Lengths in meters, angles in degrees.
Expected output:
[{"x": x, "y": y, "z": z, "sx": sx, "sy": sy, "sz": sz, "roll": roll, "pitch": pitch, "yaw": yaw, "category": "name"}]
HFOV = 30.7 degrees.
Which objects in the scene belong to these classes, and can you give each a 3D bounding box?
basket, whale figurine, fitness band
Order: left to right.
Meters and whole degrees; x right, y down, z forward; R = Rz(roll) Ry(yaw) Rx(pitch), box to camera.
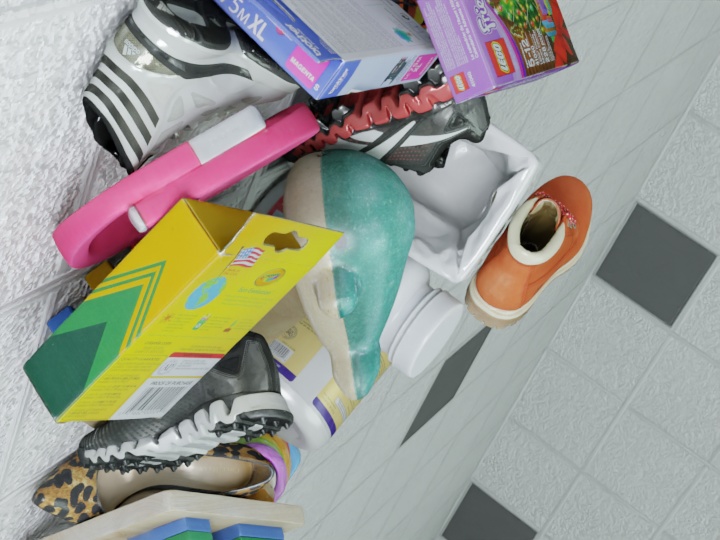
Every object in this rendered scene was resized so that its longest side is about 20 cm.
[{"x": -0.118, "y": -0.060, "z": 0.906, "sx": 0.199, "sy": 0.038, "sz": 0.144, "roll": -31, "pitch": -178, "yaw": -14, "category": "fitness band"}, {"x": 0.000, "y": 0.000, "z": 1.062, "sx": 0.159, "sy": 0.103, "sz": 0.202, "roll": -86, "pitch": 166, "yaw": -73, "category": "whale figurine"}, {"x": 0.055, "y": -0.098, "z": 1.196, "sx": 0.136, "sy": 0.199, "sz": 0.123, "roll": -57, "pitch": 170, "yaw": 10, "category": "basket"}]

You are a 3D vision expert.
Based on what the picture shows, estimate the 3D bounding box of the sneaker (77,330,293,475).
[{"x": -0.137, "y": 0.098, "z": 0.999, "sx": 0.199, "sy": 0.091, "sz": 0.066, "roll": -21, "pitch": 155, "yaw": 30, "category": "sneaker"}]

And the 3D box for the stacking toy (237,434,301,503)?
[{"x": -0.115, "y": 0.209, "z": 1.350, "sx": 0.110, "sy": 0.116, "sz": 0.200, "roll": -51, "pitch": -170, "yaw": -5, "category": "stacking toy"}]

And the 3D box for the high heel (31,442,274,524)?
[{"x": -0.179, "y": 0.186, "z": 1.166, "sx": 0.199, "sy": 0.142, "sz": 0.072, "roll": -2, "pitch": 86, "yaw": -53, "category": "high heel"}]

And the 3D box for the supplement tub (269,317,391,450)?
[{"x": -0.037, "y": 0.068, "z": 1.353, "sx": 0.200, "sy": 0.145, "sz": 0.146, "roll": -48, "pitch": 163, "yaw": -20, "category": "supplement tub"}]

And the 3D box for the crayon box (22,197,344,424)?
[{"x": -0.117, "y": 0.020, "z": 0.885, "sx": 0.200, "sy": 0.051, "sz": 0.127, "roll": -43, "pitch": 159, "yaw": 16, "category": "crayon box"}]

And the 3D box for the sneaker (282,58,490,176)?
[{"x": 0.022, "y": -0.116, "z": 1.092, "sx": 0.199, "sy": 0.098, "sz": 0.071, "roll": -18, "pitch": -146, "yaw": 31, "category": "sneaker"}]

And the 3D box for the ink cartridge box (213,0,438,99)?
[{"x": -0.030, "y": -0.176, "z": 0.914, "sx": 0.042, "sy": 0.119, "sz": 0.200, "roll": -51, "pitch": 168, "yaw": 24, "category": "ink cartridge box"}]

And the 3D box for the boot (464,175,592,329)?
[{"x": 0.174, "y": -0.041, "z": 1.210, "sx": 0.200, "sy": 0.075, "sz": 0.108, "roll": -51, "pitch": 168, "yaw": -41, "category": "boot"}]

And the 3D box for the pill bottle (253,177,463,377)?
[{"x": -0.008, "y": 0.007, "z": 1.207, "sx": 0.109, "sy": 0.199, "sz": 0.109, "roll": -49, "pitch": 164, "yaw": -19, "category": "pill bottle"}]

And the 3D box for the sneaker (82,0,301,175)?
[{"x": -0.122, "y": -0.122, "z": 0.885, "sx": 0.115, "sy": 0.076, "sz": 0.200, "roll": -46, "pitch": 164, "yaw": 16, "category": "sneaker"}]

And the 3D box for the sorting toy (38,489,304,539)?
[{"x": -0.181, "y": 0.272, "z": 1.208, "sx": 0.198, "sy": 0.070, "sz": 0.200, "roll": -24, "pitch": 155, "yaw": 27, "category": "sorting toy"}]

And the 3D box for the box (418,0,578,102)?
[{"x": 0.086, "y": -0.235, "z": 0.984, "sx": 0.039, "sy": 0.201, "sz": 0.137, "roll": -19, "pitch": -177, "yaw": 39, "category": "box"}]

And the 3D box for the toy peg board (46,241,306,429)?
[{"x": -0.160, "y": 0.029, "z": 1.054, "sx": 0.199, "sy": 0.098, "sz": 0.200, "roll": -37, "pitch": 161, "yaw": -5, "category": "toy peg board"}]

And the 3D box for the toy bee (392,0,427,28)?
[{"x": 0.065, "y": -0.223, "z": 1.087, "sx": 0.201, "sy": 0.108, "sz": 0.131, "roll": -56, "pitch": 151, "yaw": -32, "category": "toy bee"}]
